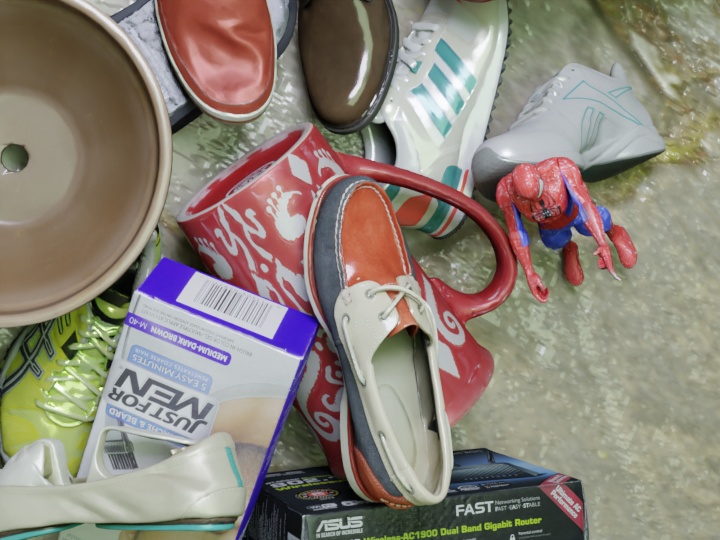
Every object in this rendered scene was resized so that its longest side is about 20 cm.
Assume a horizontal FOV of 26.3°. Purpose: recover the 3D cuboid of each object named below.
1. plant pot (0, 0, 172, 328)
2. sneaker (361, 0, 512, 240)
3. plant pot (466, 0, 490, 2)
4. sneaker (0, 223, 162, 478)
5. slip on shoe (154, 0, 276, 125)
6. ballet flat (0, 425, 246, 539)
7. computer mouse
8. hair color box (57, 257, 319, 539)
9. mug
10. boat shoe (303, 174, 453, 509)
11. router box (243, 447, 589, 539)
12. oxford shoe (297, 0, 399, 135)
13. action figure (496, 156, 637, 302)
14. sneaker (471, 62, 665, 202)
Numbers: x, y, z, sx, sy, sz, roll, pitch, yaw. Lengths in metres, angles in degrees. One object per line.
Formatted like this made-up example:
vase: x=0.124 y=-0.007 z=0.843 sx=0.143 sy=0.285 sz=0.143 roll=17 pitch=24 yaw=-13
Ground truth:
plant pot: x=-0.212 y=-0.069 z=0.916 sx=0.198 sy=0.093 sz=0.203 roll=0 pitch=92 yaw=-7
sneaker: x=0.040 y=-0.126 z=1.054 sx=0.093 sy=0.070 sz=0.202 roll=10 pitch=92 yaw=-25
plant pot: x=0.135 y=-0.272 z=1.005 sx=0.194 sy=0.200 sz=0.203 roll=-23 pitch=99 yaw=-25
sneaker: x=-0.180 y=0.046 z=0.974 sx=0.075 sy=0.076 sz=0.202 roll=16 pitch=85 yaw=-20
slip on shoe: x=-0.092 y=-0.191 z=0.954 sx=0.073 sy=0.061 sz=0.202 roll=-8 pitch=91 yaw=-12
ballet flat: x=-0.162 y=0.126 z=0.908 sx=0.198 sy=0.069 sz=0.070 roll=-6 pitch=95 yaw=11
computer mouse: x=-0.134 y=-0.141 z=1.002 sx=0.199 sy=0.053 sz=0.139 roll=-30 pitch=93 yaw=-9
hair color box: x=-0.109 y=0.107 z=0.952 sx=0.108 sy=0.065 sz=0.202 roll=21 pitch=114 yaw=2
mug: x=-0.008 y=0.003 z=1.012 sx=0.178 sy=0.133 sz=0.201 roll=-45 pitch=108 yaw=-33
boat shoe: x=0.015 y=0.040 z=0.910 sx=0.071 sy=0.062 sz=0.202 roll=-7 pitch=89 yaw=-30
router box: x=0.030 y=0.166 z=1.017 sx=0.198 sy=0.150 sz=0.063 roll=-3 pitch=92 yaw=-21
oxford shoe: x=-0.019 y=-0.191 z=1.013 sx=0.072 sy=0.084 sz=0.202 roll=-4 pitch=85 yaw=22
action figure: x=0.143 y=-0.012 z=1.025 sx=0.065 sy=0.200 sz=0.100 roll=-21 pitch=66 yaw=17
sneaker: x=0.136 y=-0.098 z=1.075 sx=0.199 sy=0.070 sz=0.081 roll=-16 pitch=84 yaw=-49
